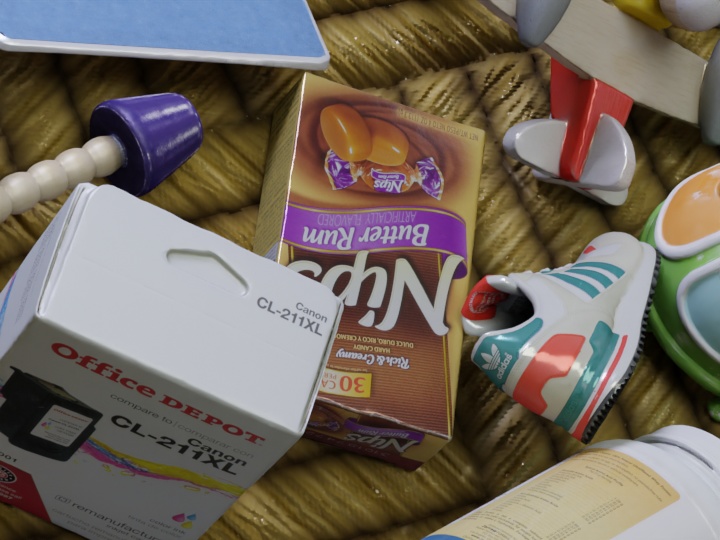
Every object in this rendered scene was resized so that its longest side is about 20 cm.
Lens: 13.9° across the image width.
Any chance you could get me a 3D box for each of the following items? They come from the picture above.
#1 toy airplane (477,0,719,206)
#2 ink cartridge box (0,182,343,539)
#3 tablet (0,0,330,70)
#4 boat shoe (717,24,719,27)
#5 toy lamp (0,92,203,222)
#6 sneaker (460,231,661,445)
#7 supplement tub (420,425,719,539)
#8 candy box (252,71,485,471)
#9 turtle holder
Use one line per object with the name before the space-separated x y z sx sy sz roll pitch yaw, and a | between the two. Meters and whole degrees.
toy airplane | 0.157 -0.138 1.728 0.200 0.141 0.200 -37 104 -47
ink cartridge box | -0.117 0.057 1.472 0.145 0.200 0.083 25 58 -12
tablet | -0.124 -0.159 1.661 0.199 0.014 0.130 1 42 -24
boat shoe | 0.300 -0.190 1.863 0.199 0.071 0.064 3 66 -22
toy lamp | -0.173 -0.045 1.584 0.200 0.058 0.058 -27 79 -30
sneaker | 0.108 0.018 1.637 0.093 0.070 0.200 27 27 -4
supplement tub | 0.117 0.177 1.556 0.200 0.145 0.145 -25 78 -32
candy box | 0.000 0.000 1.642 0.116 0.056 0.201 17 62 -17
turtle holder | 0.250 0.017 1.703 0.141 0.132 0.186 -22 77 -32
